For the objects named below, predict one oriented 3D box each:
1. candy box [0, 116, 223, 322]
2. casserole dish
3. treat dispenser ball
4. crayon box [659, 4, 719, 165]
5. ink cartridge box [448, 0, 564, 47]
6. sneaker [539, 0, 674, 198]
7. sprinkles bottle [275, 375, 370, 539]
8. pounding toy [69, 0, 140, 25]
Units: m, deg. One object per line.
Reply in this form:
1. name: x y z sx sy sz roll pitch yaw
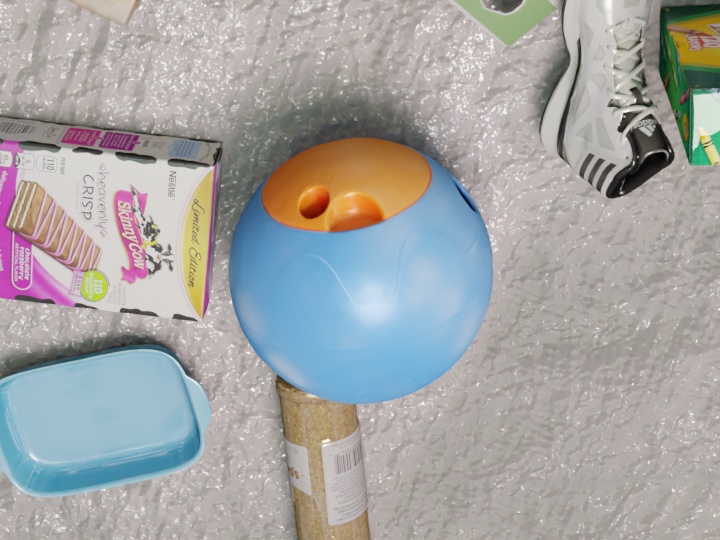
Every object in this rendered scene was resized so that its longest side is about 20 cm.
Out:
1. candy box: -0.214 -0.041 1.419 0.199 0.061 0.137 6 113 0
2. casserole dish: -0.221 0.122 1.502 0.199 0.039 0.122 -13 112 7
3. treat dispenser ball: 0.000 0.000 1.349 0.200 0.201 0.202 1 113 2
4. crayon box: 0.283 -0.137 1.276 0.118 0.200 0.059 -2 114 4
5. ink cartridge box: 0.148 -0.255 1.268 0.200 0.145 0.048 -35 65 16
6. sneaker: 0.201 -0.142 1.305 0.075 0.115 0.201 -15 133 -27
7. sprinkles bottle: -0.028 0.175 1.499 0.068 0.068 0.201 -4 112 5
8. pounding toy: -0.143 -0.285 1.244 0.142 0.184 0.201 25 112 -8
